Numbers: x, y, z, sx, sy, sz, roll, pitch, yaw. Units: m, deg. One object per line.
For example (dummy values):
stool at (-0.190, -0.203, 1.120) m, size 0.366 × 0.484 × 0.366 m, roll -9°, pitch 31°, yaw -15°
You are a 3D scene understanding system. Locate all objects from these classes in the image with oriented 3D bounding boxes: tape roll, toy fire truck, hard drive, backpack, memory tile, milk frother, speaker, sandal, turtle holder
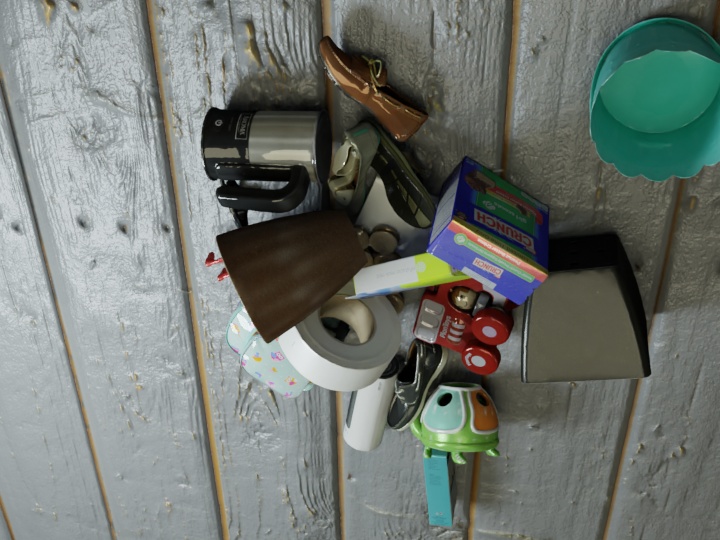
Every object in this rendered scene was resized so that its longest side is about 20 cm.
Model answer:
tape roll at (-0.034, 0.101, 1.577) m, size 0.202 × 0.203 × 0.071 m, roll 26°, pitch 136°, yaw -5°
toy fire truck at (0.178, 0.072, 1.586) m, size 0.167 × 0.112 × 0.201 m, roll 20°, pitch 138°, yaw 10°
hard drive at (0.096, -0.070, 1.564) m, size 0.199 × 0.026 × 0.132 m, roll 24°, pitch 127°, yaw -3°
backpack at (-0.143, 0.117, 1.681) m, size 0.199 × 0.154 × 0.176 m, roll 34°, pitch 131°, yaw -3°
memory tile at (0.000, 0.000, 1.623) m, size 0.152 × 0.017 × 0.201 m, roll 6°, pitch 133°, yaw 13°
milk frother at (-0.142, -0.158, 1.510) m, size 0.187 × 0.182 × 0.200 m, roll 4°, pitch 169°, yaw 11°
speaker at (0.020, 0.249, 1.777) m, size 0.081 × 0.081 × 0.201 m, roll 14°, pitch 127°, yaw 3°
sandal at (0.066, -0.158, 1.478) m, size 0.080 × 0.057 × 0.202 m, roll -25°, pitch 97°, yaw 53°
turtle holder at (0.175, 0.275, 1.736) m, size 0.140 × 0.185 × 0.133 m, roll -2°, pitch 92°, yaw -21°

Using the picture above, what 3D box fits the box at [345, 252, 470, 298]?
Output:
box at (0.084, 0.006, 1.502) m, size 0.199 × 0.122 × 0.048 m, roll -13°, pitch 84°, yaw 32°

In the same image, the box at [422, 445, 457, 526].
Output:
box at (0.159, 0.410, 1.856) m, size 0.049 × 0.082 × 0.201 m, roll 1°, pitch 125°, yaw 13°

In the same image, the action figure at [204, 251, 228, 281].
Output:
action figure at (-0.173, -0.031, 1.595) m, size 0.199 × 0.052 × 0.066 m, roll -13°, pitch 123°, yaw 33°

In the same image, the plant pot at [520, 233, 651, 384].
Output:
plant pot at (0.351, 0.051, 1.498) m, size 0.199 × 0.200 × 0.178 m, roll -6°, pitch 112°, yaw 17°

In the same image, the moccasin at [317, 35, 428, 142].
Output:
moccasin at (0.019, -0.282, 1.405) m, size 0.201 × 0.074 × 0.078 m, roll 42°, pitch 114°, yaw -13°

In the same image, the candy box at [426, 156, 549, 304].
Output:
candy box at (0.201, -0.064, 1.434) m, size 0.168 × 0.200 × 0.077 m, roll 30°, pitch 126°, yaw -9°

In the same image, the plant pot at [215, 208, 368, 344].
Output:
plant pot at (-0.096, -0.014, 1.461) m, size 0.199 × 0.187 × 0.188 m, roll -26°, pitch 119°, yaw -1°

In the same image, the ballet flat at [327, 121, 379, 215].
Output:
ballet flat at (-0.022, -0.155, 1.484) m, size 0.067 × 0.063 × 0.200 m, roll 52°, pitch 148°, yaw 23°

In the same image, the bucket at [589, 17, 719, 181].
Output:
bucket at (0.419, -0.241, 1.297) m, size 0.206 × 0.135 × 0.208 m, roll 6°, pitch 126°, yaw 8°

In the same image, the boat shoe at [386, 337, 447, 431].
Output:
boat shoe at (0.088, 0.208, 1.715) m, size 0.067 × 0.072 × 0.201 m, roll 8°, pitch 119°, yaw -32°
